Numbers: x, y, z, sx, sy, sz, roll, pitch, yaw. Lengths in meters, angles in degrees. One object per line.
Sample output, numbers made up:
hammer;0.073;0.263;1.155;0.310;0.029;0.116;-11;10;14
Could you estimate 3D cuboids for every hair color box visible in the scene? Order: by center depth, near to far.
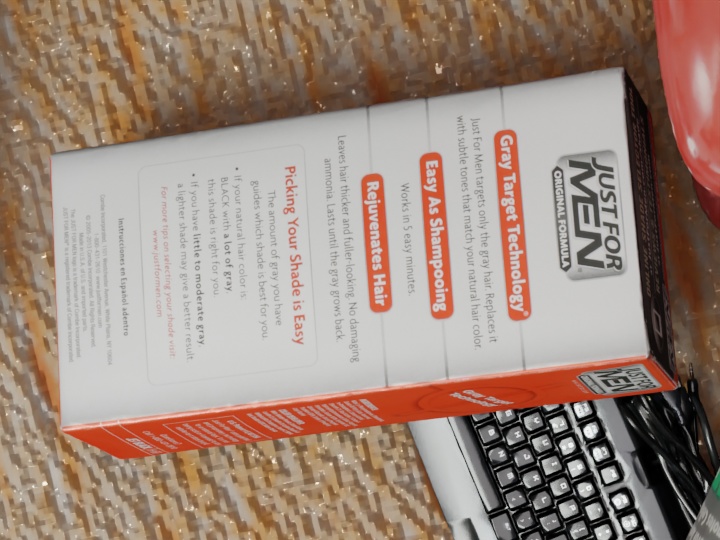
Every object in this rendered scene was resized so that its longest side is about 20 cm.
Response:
hair color box;0.000;0.000;0.949;0.200;0.061;0.102;-7;75;15

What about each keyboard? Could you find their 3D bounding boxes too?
keyboard;0.078;0.076;0.966;0.104;0.040;0.200;-24;87;9

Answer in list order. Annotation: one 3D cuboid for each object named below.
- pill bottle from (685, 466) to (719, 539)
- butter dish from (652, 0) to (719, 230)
pill bottle;0.136;0.150;0.902;0.113;0.113;0.200;25;98;8
butter dish;0.162;-0.089;0.866;0.199;0.148;0.200;2;105;32
